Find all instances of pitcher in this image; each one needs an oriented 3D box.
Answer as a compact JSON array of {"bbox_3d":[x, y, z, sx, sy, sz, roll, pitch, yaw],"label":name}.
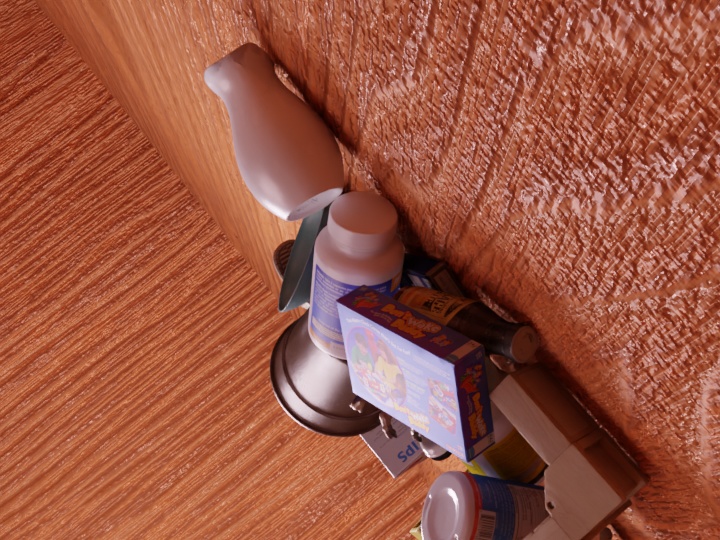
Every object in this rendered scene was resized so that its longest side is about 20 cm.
[{"bbox_3d":[-0.095,-0.164,1.425,0.200,0.121,0.172,61,-166,10],"label":"pitcher"}]

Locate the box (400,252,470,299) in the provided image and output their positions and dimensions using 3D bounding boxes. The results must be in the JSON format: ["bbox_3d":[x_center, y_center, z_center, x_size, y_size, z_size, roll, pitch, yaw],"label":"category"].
[{"bbox_3d":[0.096,0.036,1.454,0.121,0.032,0.200,54,169,-14],"label":"box"}]

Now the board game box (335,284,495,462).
[{"bbox_3d":[0.060,0.112,1.301,0.200,0.045,0.135,27,137,45],"label":"board game box"}]

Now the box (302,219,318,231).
[{"bbox_3d":[0.000,0.000,1.749,0.158,0.048,0.200,42,168,44],"label":"box"}]

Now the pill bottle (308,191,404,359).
[{"bbox_3d":[-0.005,0.005,1.434,0.112,0.112,0.200,46,144,35],"label":"pill bottle"}]

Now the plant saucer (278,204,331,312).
[{"bbox_3d":[-0.064,-0.032,1.610,0.036,0.200,0.200,19,177,-11],"label":"plant saucer"}]

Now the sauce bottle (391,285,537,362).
[{"bbox_3d":[0.114,0.061,1.289,0.200,0.066,0.066,13,144,50],"label":"sauce bottle"}]

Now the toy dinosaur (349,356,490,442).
[{"bbox_3d":[0.068,0.139,1.481,0.200,0.136,0.086,13,-162,-34],"label":"toy dinosaur"}]

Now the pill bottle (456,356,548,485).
[{"bbox_3d":[0.158,0.188,1.422,0.114,0.114,0.200,44,174,43],"label":"pill bottle"}]

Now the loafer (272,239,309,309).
[{"bbox_3d":[-0.066,0.036,1.822,0.200,0.076,0.068,49,165,18],"label":"loafer"}]

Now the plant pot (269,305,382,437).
[{"bbox_3d":[-0.013,0.107,1.623,0.200,0.200,0.198,50,152,13],"label":"plant pot"}]

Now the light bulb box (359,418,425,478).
[{"bbox_3d":[0.058,0.202,1.835,0.200,0.125,0.198,50,-168,11],"label":"light bulb box"}]

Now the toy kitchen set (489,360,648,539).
[{"bbox_3d":[0.202,0.231,1.303,0.180,0.200,0.163,49,-151,18],"label":"toy kitchen set"}]

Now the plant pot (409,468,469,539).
[{"bbox_3d":[0.222,0.429,1.912,0.200,0.196,0.194,44,170,9],"label":"plant pot"}]

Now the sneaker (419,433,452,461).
[{"bbox_3d":[0.143,0.227,1.569,0.112,0.073,0.200,55,-160,-11],"label":"sneaker"}]

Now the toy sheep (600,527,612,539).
[{"bbox_3d":[0.284,0.381,1.551,0.200,0.138,0.138,50,171,15],"label":"toy sheep"}]

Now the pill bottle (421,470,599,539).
[{"bbox_3d":[0.184,0.311,1.399,0.200,0.112,0.112,15,-172,-25],"label":"pill bottle"}]
